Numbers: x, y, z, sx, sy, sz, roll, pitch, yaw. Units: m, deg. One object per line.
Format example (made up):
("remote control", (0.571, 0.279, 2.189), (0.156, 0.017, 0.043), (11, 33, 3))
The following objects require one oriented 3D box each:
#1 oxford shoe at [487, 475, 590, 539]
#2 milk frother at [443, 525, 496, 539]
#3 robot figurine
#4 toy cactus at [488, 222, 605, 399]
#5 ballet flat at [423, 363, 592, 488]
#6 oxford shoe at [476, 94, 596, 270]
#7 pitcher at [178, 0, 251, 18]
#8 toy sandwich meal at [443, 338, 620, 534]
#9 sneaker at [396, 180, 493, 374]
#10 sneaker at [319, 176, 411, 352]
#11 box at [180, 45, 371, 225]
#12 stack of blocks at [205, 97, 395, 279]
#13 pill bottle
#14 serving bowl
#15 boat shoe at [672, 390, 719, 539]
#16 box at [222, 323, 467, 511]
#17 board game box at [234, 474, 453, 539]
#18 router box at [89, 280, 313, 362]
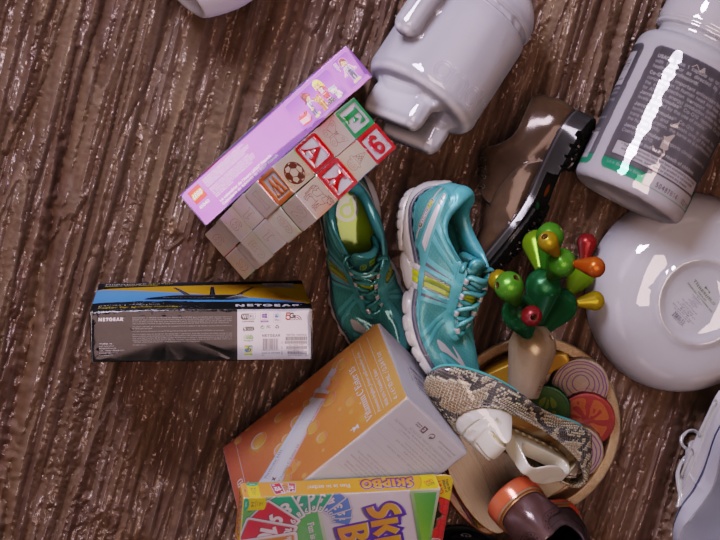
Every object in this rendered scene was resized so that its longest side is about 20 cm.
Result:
("oxford shoe", (0.185, 0.261, 1.536), (0.071, 0.200, 0.073), (-46, 56, 5))
("milk frother", (0.081, 0.374, 1.534), (0.179, 0.188, 0.202), (-12, 98, -1))
("robot figurine", (0.086, -0.207, 1.477), (0.112, 0.170, 0.201), (25, 77, 33))
("toy cactus", (0.177, 0.038, 1.497), (0.101, 0.200, 0.167), (13, 101, 17))
("ballet flat", (0.143, 0.151, 1.475), (0.199, 0.076, 0.068), (28, 132, -31))
("oxford shoe", (0.143, -0.078, 1.545), (0.084, 0.073, 0.201), (32, 99, 16))
("pitcher", (-0.119, -0.345, 1.453), (0.171, 0.121, 0.200), (41, 81, 10))
("toy sandwich meal", (0.165, 0.163, 1.572), (0.203, 0.070, 0.207), (-1, 99, -6))
("sneaker", (0.084, 0.017, 1.496), (0.079, 0.077, 0.202), (-6, 94, 36))
("sneaker", (0.000, 0.000, 1.526), (0.077, 0.080, 0.202), (-18, 101, -2))
("box", (-0.078, -0.125, 1.468), (0.200, 0.137, 0.039), (-42, 96, 2))
("stack of blocks", (-0.066, -0.062, 1.427), (0.059, 0.200, 0.115), (48, 56, -4))
("pill bottle", (0.294, -0.156, 1.514), (0.112, 0.113, 0.201), (26, 89, -9))
("serving bowl", (0.324, 0.026, 1.573), (0.198, 0.066, 0.202), (-1, 99, -5))
("boat shoe", (0.350, 0.195, 1.599), (0.074, 0.086, 0.203), (-1, 127, -11))
("box", (-0.018, 0.169, 1.499), (0.200, 0.125, 0.097), (-40, 123, 10))
("board game box", (-0.014, 0.232, 1.448), (0.198, 0.030, 0.096), (-2, 122, -16))
("router box", (-0.148, 0.045, 1.481), (0.198, 0.149, 0.052), (0, 99, -7))
